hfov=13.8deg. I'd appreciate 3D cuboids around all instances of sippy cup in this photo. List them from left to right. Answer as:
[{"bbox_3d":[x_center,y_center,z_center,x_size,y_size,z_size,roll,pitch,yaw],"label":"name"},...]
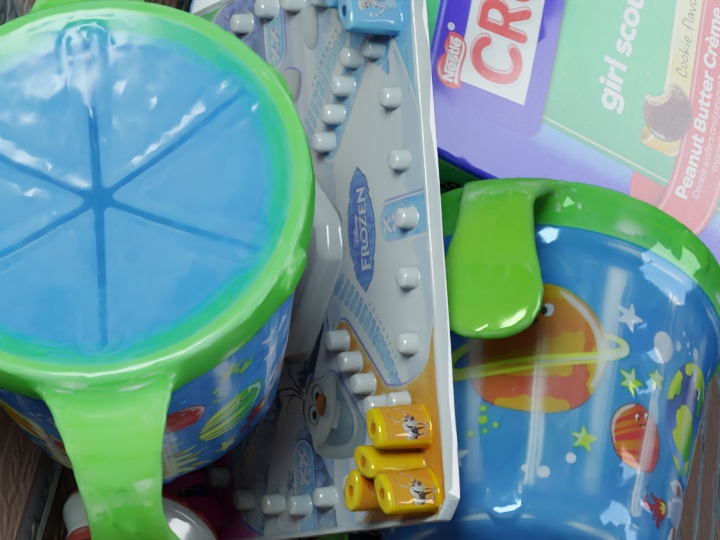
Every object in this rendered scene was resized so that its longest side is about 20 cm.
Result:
[{"bbox_3d":[-0.078,0.003,0.969,0.178,0.139,0.130,-58,162,-22],"label":"sippy cup"},{"bbox_3d":[0.062,0.060,1.066,0.178,0.139,0.131,33,47,-30],"label":"sippy cup"}]

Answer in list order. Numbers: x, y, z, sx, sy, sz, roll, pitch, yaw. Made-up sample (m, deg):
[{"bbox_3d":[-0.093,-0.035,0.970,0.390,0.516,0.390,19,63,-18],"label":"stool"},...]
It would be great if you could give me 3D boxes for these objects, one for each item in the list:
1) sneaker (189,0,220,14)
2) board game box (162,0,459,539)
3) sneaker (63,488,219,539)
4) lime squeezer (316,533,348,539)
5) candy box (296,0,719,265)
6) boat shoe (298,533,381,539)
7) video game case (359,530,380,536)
[{"bbox_3d":[-0.033,-0.074,1.223,0.082,0.074,0.200,53,-6,5],"label":"sneaker"},{"bbox_3d":[-0.033,-0.006,1.057,0.200,0.026,0.201,-15,-102,59],"label":"board game box"},{"bbox_3d":[-0.072,0.178,1.087,0.200,0.078,0.116,58,39,-40],"label":"sneaker"},{"bbox_3d":[-0.030,0.062,1.116,0.038,0.071,0.201,1,60,-51],"label":"lime squeezer"},{"bbox_3d":[0.078,-0.093,1.137,0.199,0.077,0.170,24,71,-25],"label":"candy box"},{"bbox_3d":[-0.029,0.203,1.229,0.072,0.068,0.201,35,-70,64],"label":"boat shoe"},{"bbox_3d":[0.028,0.109,1.273,0.200,0.143,0.018,49,57,-77],"label":"video game case"}]
